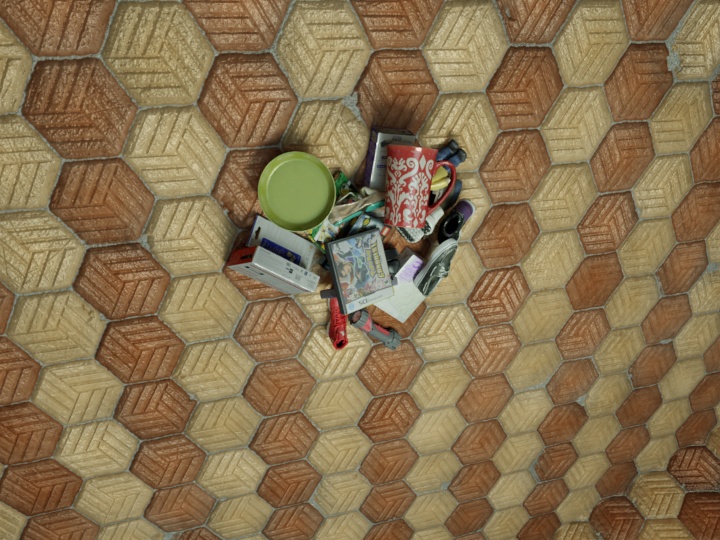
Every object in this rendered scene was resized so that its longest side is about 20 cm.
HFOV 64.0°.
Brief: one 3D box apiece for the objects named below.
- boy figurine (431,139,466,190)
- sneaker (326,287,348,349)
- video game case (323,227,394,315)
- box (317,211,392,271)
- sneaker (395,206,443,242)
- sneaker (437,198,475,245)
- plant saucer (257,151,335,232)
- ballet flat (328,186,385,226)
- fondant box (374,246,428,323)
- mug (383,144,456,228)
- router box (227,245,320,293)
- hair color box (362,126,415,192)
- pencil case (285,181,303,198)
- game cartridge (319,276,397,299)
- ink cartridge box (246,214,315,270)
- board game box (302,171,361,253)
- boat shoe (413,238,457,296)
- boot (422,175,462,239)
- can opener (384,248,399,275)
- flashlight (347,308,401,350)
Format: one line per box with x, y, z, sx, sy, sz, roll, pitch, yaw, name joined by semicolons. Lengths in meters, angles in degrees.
0.195;-0.278;1.592;0.199;0.064;0.125;-38;84;-12;boy figurine
-0.055;0.150;1.747;0.078;0.116;0.202;-6;120;-15;sneaker
0.000;0.000;1.586;0.180;0.025;0.202;-19;100;-34;video game case
-0.014;-0.074;1.659;0.136;0.040;0.201;20;111;-45;box
0.168;-0.134;1.633;0.081;0.200;0.075;-45;102;-22;sneaker
0.258;-0.122;1.680;0.088;0.076;0.201;-45;166;-35;sneaker
-0.161;-0.200;1.468;0.198;0.031;0.202;0;101;2;plant saucer
0.001;-0.183;1.533;0.199;0.068;0.068;-24;86;-19;ballet flat
0.139;0.047;1.790;0.144;0.058;0.200;33;103;-31;fondant box
0.141;-0.212;1.471;0.133;0.176;0.202;-13;112;-63;mug
-0.239;0.002;1.566;0.199;0.179;0.049;28;73;-30;router box
0.074;-0.284;1.576;0.108;0.065;0.202;1;120;-18;hair color box
-0.135;-0.163;1.563;0.089;0.078;0.201;-31;124;2;pencil case
-0.005;0.052;1.676;0.199;0.129;0.039;-11;86;-35;game cartridge
-0.220;-0.066;1.586;0.199;0.037;0.095;28;66;-31;ink cartridge box
-0.076;-0.157;1.554;0.105;0.023;0.201;45;65;-38;board game box
0.234;-0.004;1.693;0.072;0.071;0.201;-3;136;-39;boat shoe
0.234;-0.182;1.682;0.096;0.075;0.202;3;116;-17;boot
0.031;0.001;1.697;0.199;0.063;0.079;-24;87;-18;can opener
0.050;0.182;1.837;0.199;0.068;0.068;31;107;-35;flashlight
